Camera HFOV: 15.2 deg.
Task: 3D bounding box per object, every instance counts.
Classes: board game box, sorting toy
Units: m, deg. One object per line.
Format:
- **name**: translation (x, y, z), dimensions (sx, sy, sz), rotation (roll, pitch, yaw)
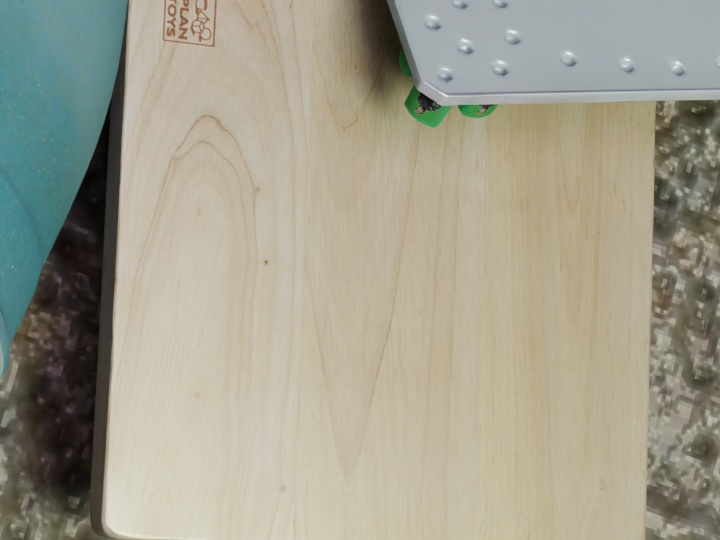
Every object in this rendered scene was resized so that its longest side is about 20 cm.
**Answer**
- **board game box**: translation (0.082, -0.137, 0.980), dimensions (0.199, 0.026, 0.201), rotation (-3, 58, -24)
- **sorting toy**: translation (0.000, 0.000, 0.962), dimensions (0.198, 0.070, 0.201), rotation (5, 82, -20)

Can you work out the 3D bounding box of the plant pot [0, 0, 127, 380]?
- **plant pot**: translation (-0.159, -0.087, 0.853), dimensions (0.200, 0.200, 0.188), rotation (34, 64, -14)
